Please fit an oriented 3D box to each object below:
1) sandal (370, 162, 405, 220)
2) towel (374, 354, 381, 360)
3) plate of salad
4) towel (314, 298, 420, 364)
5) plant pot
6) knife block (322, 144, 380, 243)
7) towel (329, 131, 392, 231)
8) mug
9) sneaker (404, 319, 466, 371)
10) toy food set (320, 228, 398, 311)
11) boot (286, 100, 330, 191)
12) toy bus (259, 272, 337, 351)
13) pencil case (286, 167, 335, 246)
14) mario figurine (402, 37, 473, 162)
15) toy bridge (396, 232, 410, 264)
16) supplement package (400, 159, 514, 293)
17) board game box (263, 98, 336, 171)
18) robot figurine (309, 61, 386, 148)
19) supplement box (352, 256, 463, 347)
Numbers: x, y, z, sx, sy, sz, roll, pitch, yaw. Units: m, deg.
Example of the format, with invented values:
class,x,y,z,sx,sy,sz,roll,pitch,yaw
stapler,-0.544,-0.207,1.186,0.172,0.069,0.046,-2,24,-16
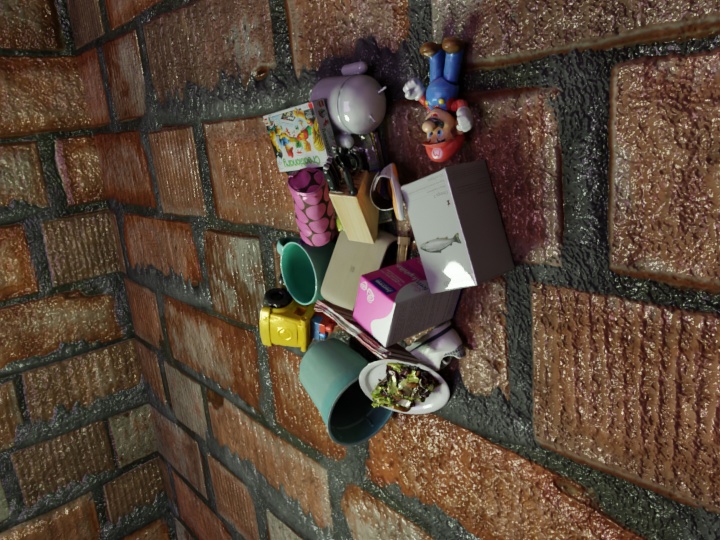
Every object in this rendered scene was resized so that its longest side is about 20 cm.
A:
class,x,y,z,sx,sy,sz,roll,pitch,yaw
sandal,0.048,-0.152,1.105,0.207,0.058,0.081,-93,-5,-67
towel,0.024,0.087,1.330,0.193,0.034,0.202,49,136,28
plate of salad,0.091,0.258,1.220,0.196,0.049,0.202,10,136,9
towel,0.013,0.124,1.131,0.199,0.143,0.023,33,95,33
plant pot,-0.042,0.275,1.371,0.195,0.197,0.204,36,130,47
knife block,-0.021,-0.145,1.137,0.063,0.175,0.204,10,106,23
towel,-0.011,-0.194,1.233,0.141,0.023,0.204,-8,98,27
mug,-0.113,-0.021,1.395,0.152,0.113,0.188,-33,77,52
sneaker,0.138,0.178,1.198,0.081,0.076,0.200,54,141,6
toy food set,0.000,0.000,1.275,0.142,0.060,0.203,26,100,40
boot,-0.107,-0.255,1.301,0.159,0.078,0.212,58,143,28
toy bus,-0.140,0.105,1.459,0.188,0.201,0.138,11,126,13
pencil case,-0.109,-0.137,1.243,0.093,0.091,0.201,38,156,23
mario figurine,0.133,-0.291,0.988,0.123,0.104,0.204,-128,36,-80
toy bridge,0.083,0.021,1.207,0.067,0.027,0.204,-66,-19,-83
supplement package,0.172,-0.076,1.016,0.116,0.116,0.204,-15,92,50
board game box,-0.127,-0.280,1.208,0.198,0.034,0.128,6,117,52
robot figurine,-0.026,-0.336,1.166,0.198,0.112,0.173,15,99,47
supplement box,0.094,0.052,1.095,0.101,0.198,0.105,37,130,35
